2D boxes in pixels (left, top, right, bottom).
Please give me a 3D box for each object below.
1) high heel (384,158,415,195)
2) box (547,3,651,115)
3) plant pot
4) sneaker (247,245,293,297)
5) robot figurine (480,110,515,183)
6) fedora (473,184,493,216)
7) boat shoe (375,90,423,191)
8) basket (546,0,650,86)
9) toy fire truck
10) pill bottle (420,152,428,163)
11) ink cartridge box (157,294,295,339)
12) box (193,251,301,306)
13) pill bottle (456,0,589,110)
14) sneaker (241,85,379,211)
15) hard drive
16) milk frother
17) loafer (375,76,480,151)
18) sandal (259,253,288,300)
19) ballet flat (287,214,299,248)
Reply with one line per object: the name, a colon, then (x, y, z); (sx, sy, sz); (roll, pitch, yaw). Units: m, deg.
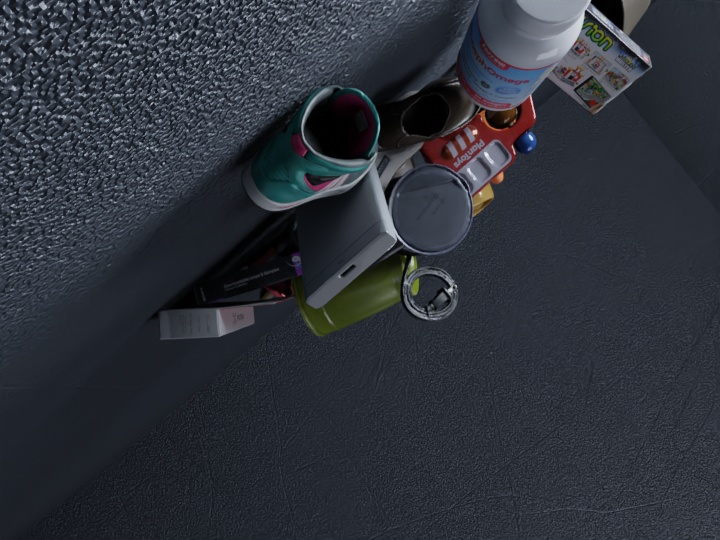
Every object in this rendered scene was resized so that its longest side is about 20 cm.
high heel: (0.050, -0.185, 1.180); (0.140, 0.073, 0.200); (-18, -165, 11)
box: (0.327, -0.334, 0.846); (0.110, 0.198, 0.035); (-40, -153, 45)
plant pot: (0.000, 0.000, 1.003); (0.189, 0.205, 0.200); (-12, -174, 16)
sneaker: (-0.159, 0.019, 1.041); (0.073, 0.087, 0.200); (-38, 178, -6)
robot figurine: (0.196, -0.233, 0.982); (0.114, 0.203, 0.145); (8, 141, -18)
fedora: (0.211, -0.153, 1.155); (0.198, 0.083, 0.201); (-27, 164, -8)
boat shoe: (0.016, -0.165, 0.780); (0.202, 0.075, 0.092); (-54, -144, -8)
basket: (0.397, -0.430, 0.931); (0.200, 0.135, 0.182); (-44, 155, -33)
toy fire truck: (0.179, -0.223, 0.860); (0.199, 0.169, 0.112); (-39, 178, 2)
pill bottle: (0.219, -0.282, 1.126); (0.200, 0.109, 0.108); (-41, 177, 40)
ink cartridge box: (-0.198, 0.072, 0.889); (0.172, 0.046, 0.200); (-4, 180, 4)
box: (-0.137, 0.003, 0.865); (0.196, 0.037, 0.143); (-18, -179, 14)
pill bottle: (0.173, -0.260, 0.612); (0.108, 0.109, 0.200); (-39, 177, -2)
sneaker: (-0.018, -0.133, 0.564); (0.120, 0.085, 0.199); (-28, -175, 43)
hard drive: (-0.027, -0.069, 0.685); (0.131, 0.026, 0.202); (-40, -141, 25)
milk frother: (0.101, -0.030, 0.824); (0.182, 0.199, 0.188); (-51, -178, 0)
loafer: (0.097, -0.200, 0.724); (0.198, 0.074, 0.071); (-32, -154, -29)
sandal: (-0.147, 0.012, 1.180); (0.199, 0.053, 0.081); (-38, -148, 39)
ballet flat: (-0.042, -0.111, 0.919); (0.199, 0.075, 0.074); (-37, 177, -19)
